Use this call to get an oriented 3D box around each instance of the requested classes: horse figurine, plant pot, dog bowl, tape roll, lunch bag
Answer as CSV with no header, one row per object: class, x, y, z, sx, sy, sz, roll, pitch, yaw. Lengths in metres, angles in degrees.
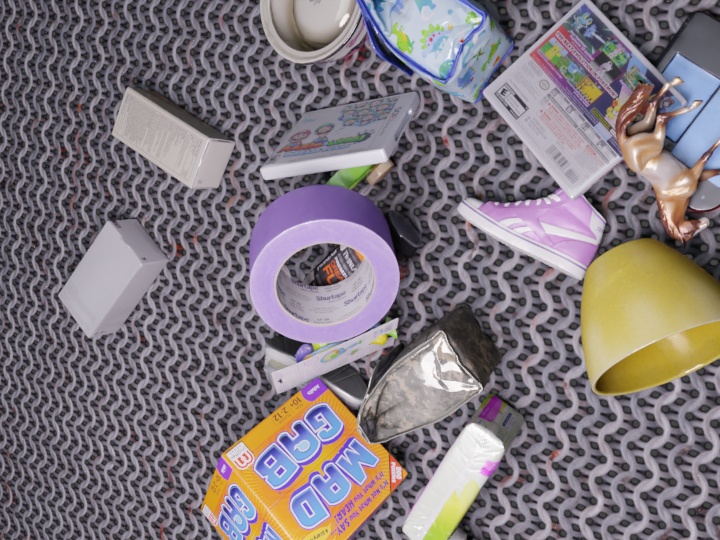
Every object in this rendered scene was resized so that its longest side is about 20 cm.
horse figurine,0.377,-0.142,0.872,0.199,0.050,0.133,41,115,-9
plant pot,0.356,0.047,0.892,0.198,0.199,0.144,-31,58,25
dog bowl,-0.055,-0.408,1.079,0.197,0.073,0.204,3,95,33
tape roll,-0.050,-0.006,0.955,0.196,0.086,0.203,-4,126,-6
lunch bag,0.088,-0.329,0.976,0.199,0.170,0.128,40,107,16
lunch bag,0.087,0.156,1.029,0.199,0.164,0.118,-39,84,23

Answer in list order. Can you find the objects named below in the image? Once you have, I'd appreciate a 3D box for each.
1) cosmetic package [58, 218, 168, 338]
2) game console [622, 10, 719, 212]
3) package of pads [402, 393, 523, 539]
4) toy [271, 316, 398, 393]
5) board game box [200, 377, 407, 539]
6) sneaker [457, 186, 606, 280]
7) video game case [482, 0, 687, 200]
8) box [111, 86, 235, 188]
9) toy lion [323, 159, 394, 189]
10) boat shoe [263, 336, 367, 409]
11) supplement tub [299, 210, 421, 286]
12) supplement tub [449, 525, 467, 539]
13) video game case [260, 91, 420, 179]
cosmetic package,-0.457,0.014,1.325,0.200,0.081,0.113,-46,76,21
game console,0.430,-0.195,0.902,0.176,0.031,0.201,40,110,17
package of pads,0.147,0.284,1.019,0.068,0.154,0.202,34,108,15
toy,-0.042,0.115,1.069,0.197,0.116,0.048,-19,67,-10
board game box,-0.090,0.332,1.075,0.200,0.199,0.201,44,139,15
sneaker,0.239,-0.081,0.992,0.198,0.073,0.116,27,95,17
video game case,0.289,-0.226,0.945,0.182,0.023,0.201,-41,70,16
box,-0.322,-0.227,1.234,0.199,0.077,0.096,34,109,19
toy lion,-0.054,-0.099,1.051,0.069,0.192,0.200,46,112,-1
boat shoe,-0.075,0.175,1.163,0.199,0.074,0.066,23,113,24
supplement tub,0.000,0.000,1.087,0.200,0.107,0.107,-44,77,23
supplement tub,0.163,0.492,1.038,0.145,0.144,0.201,-46,76,22
video game case,-0.027,-0.198,1.047,0.197,0.183,0.024,-5,126,26
